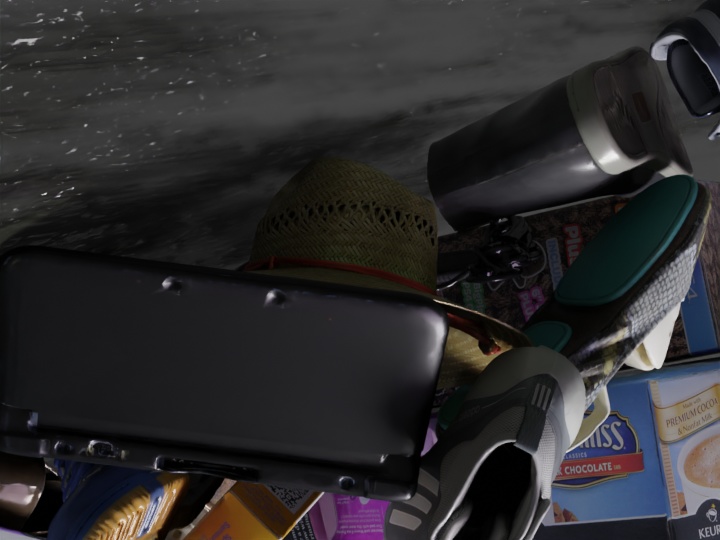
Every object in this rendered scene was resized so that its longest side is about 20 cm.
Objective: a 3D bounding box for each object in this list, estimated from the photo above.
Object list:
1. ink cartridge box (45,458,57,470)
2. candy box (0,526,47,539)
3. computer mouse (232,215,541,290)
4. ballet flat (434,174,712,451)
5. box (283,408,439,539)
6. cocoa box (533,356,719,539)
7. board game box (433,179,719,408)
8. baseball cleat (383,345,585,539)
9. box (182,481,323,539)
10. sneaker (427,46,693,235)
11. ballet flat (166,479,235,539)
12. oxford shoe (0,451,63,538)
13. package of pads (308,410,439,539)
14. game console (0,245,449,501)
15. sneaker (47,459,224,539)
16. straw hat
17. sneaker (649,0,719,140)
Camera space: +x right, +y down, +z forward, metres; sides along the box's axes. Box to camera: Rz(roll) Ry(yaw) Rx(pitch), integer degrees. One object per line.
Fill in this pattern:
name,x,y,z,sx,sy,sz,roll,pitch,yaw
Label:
ink cartridge box,-0.196,0.205,1.366,0.199,0.196,0.044,-25,134,-28
candy box,-0.258,0.185,1.202,0.199,0.072,0.167,-21,156,26
computer mouse,0.000,0.000,1.282,0.198,0.046,0.140,-15,-177,15
ballet flat,0.118,0.038,1.231,0.200,0.072,0.072,-45,174,-20
box,0.030,0.162,1.584,0.196,0.118,0.199,-21,-177,-37
cocoa box,0.188,0.118,1.349,0.199,0.133,0.133,-6,177,-41
board game box,0.131,0.016,1.429,0.198,0.098,0.159,-13,176,22
baseball cleat,0.045,0.121,1.131,0.201,0.069,0.107,109,6,-45
box,-0.045,0.117,1.259,0.119,0.041,0.200,-48,176,32
sneaker,0.106,-0.067,1.276,0.106,0.075,0.200,-21,172,21
ballet flat,-0.130,0.171,1.322,0.199,0.068,0.067,-33,-145,-25
oxford shoe,-0.198,0.136,1.280,0.084,0.073,0.200,6,162,-10
package of pads,0.076,0.117,1.421,0.199,0.076,0.120,-5,177,-41
game console,-0.065,0.034,1.122,0.198,0.117,0.176,8,-165,-2
sneaker,-0.128,0.103,1.205,0.076,0.088,0.200,-60,174,16
straw hat,-0.007,-0.007,1.147,0.199,0.086,0.201,6,165,2
sneaker,0.222,-0.112,1.324,0.108,0.070,0.200,-35,161,1
